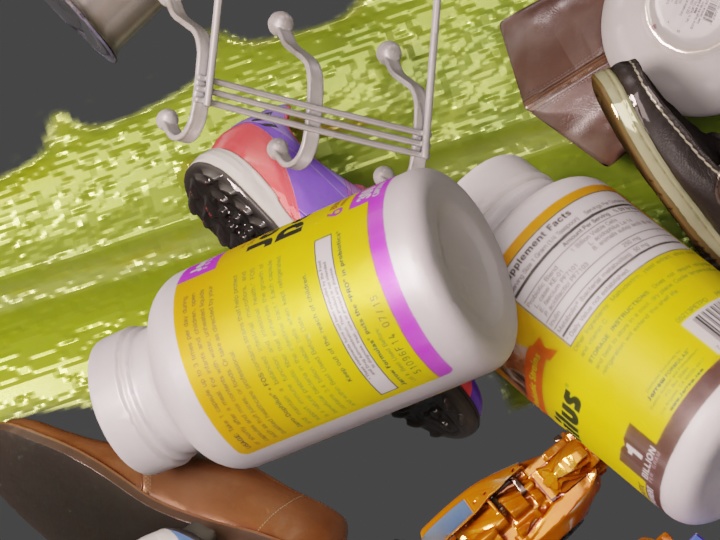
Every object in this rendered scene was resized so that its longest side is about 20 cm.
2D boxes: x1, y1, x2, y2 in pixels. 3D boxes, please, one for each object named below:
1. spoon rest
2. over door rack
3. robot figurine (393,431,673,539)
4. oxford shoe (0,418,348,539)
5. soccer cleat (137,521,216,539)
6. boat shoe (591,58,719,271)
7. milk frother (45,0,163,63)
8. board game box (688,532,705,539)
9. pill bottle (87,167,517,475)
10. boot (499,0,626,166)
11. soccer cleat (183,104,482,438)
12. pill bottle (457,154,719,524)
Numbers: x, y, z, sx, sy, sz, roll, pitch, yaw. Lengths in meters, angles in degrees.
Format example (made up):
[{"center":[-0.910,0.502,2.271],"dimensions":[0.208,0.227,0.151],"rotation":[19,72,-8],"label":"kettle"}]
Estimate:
[{"center":[0.195,-0.172,1.520],"dimensions":[0.099,0.061,0.200],"rotation":[28,94,15],"label":"spoon rest"},{"center":[-0.021,-0.150,1.508],"dimensions":[0.147,0.067,0.201],"rotation":[12,89,-34],"label":"over door rack"},{"center":[0.064,0.179,1.517],"dimensions":[0.200,0.058,0.145],"rotation":[-41,81,-5],"label":"robot figurine"},{"center":[-0.100,0.118,1.534],"dimensions":[0.199,0.071,0.071],"rotation":[22,45,11],"label":"oxford shoe"},{"center":[-0.047,0.207,1.449],"dimensions":[0.200,0.070,0.086],"rotation":[36,49,11],"label":"soccer cleat"},{"center":[0.191,-0.036,1.511],"dimensions":[0.065,0.073,0.200],"rotation":[-37,114,8],"label":"boat shoe"},{"center":[-0.136,-0.248,1.555],"dimensions":[0.188,0.181,0.200],"rotation":[-44,41,-5],"label":"milk frother"},{"center":[0.145,0.242,1.431],"dimensions":[0.200,0.045,0.134],"rotation":[-44,59,-14],"label":"board game box"},{"center":[-0.032,0.032,1.456],"dimensions":[0.200,0.104,0.105],"rotation":[-23,82,23],"label":"pill bottle"},{"center":[0.191,-0.101,1.551],"dimensions":[0.200,0.064,0.187],"rotation":[-34,71,-6],"label":"boot"},{"center":[0.000,0.000,1.543],"dimensions":[0.200,0.068,0.073],"rotation":[45,60,1],"label":"soccer cleat"},{"center":[0.125,0.028,1.493],"dimensions":[0.109,0.109,0.200],"rotation":[-47,61,-5],"label":"pill bottle"}]
